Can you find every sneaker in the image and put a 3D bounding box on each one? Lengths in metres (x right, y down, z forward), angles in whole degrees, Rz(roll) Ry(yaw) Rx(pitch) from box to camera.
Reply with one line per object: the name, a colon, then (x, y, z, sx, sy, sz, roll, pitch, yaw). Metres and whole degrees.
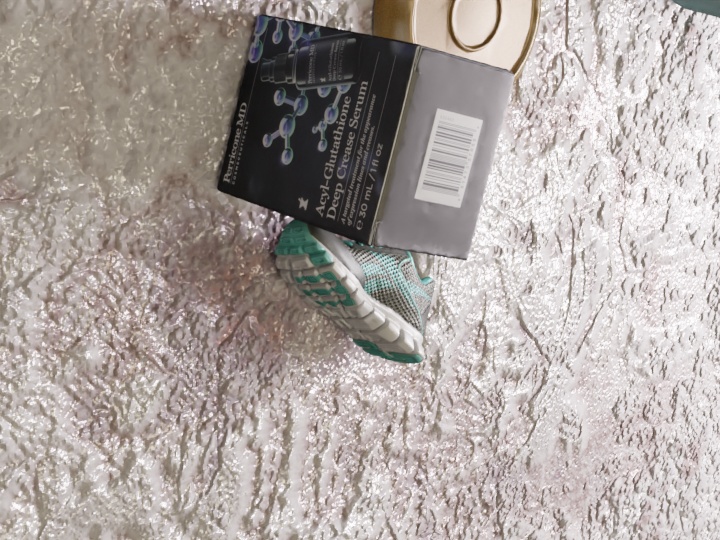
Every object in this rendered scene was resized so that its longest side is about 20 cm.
sneaker: (0.000, 0.000, 1.278, 0.200, 0.077, 0.091, 46, 58, -44)

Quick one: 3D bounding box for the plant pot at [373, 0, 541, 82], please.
plant pot: (0.095, -0.228, 1.301, 0.200, 0.027, 0.201, -16, 115, -38)

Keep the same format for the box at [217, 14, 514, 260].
box: (0.000, -0.106, 1.139, 0.107, 0.200, 0.149, 8, 98, -42)

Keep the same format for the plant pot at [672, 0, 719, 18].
plant pot: (0.409, -0.316, 1.430, 0.200, 0.196, 0.201, -14, 113, -37)
